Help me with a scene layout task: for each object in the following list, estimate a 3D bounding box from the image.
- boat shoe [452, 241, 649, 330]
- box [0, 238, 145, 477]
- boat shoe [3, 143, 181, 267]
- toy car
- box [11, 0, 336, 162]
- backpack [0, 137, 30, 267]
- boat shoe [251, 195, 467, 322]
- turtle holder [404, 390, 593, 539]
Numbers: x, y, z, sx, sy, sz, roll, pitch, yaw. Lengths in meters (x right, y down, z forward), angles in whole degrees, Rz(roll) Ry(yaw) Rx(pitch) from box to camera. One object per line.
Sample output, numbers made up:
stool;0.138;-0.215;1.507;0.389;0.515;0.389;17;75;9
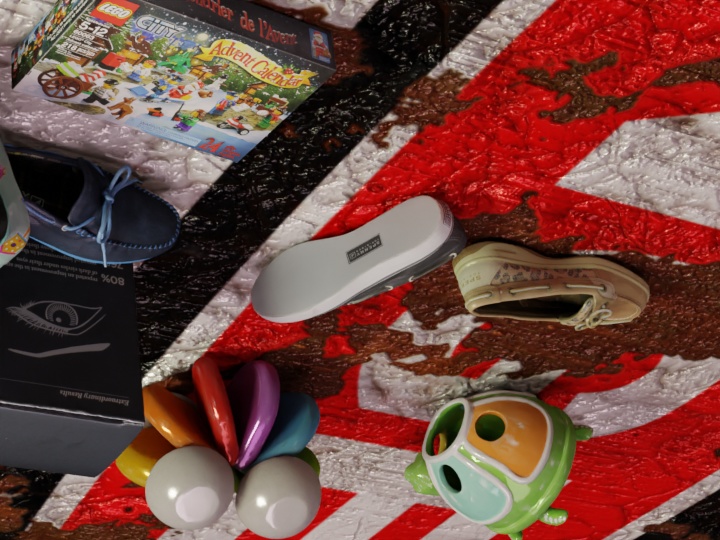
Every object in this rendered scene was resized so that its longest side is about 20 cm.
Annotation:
boat shoe;0.173;0.026;1.889;0.200;0.063;0.073;9;145;-25
box;-0.267;0.054;1.719;0.148;0.200;0.104;12;144;-28
boat shoe;-0.230;-0.051;1.665;0.200;0.084;0.069;10;157;-29
toy car;-0.124;0.153;1.983;0.200;0.175;0.150;9;109;-23
box;-0.138;-0.154;1.557;0.200;0.038;0.137;16;142;-33
backpack;-0.353;-0.047;1.554;0.200;0.176;0.153;-34;156;24
boat shoe;0.000;0.000;1.812;0.200;0.069;0.057;-24;145;23
turtle holder;0.129;0.181;2.094;0.132;0.141;0.185;27;178;-21
